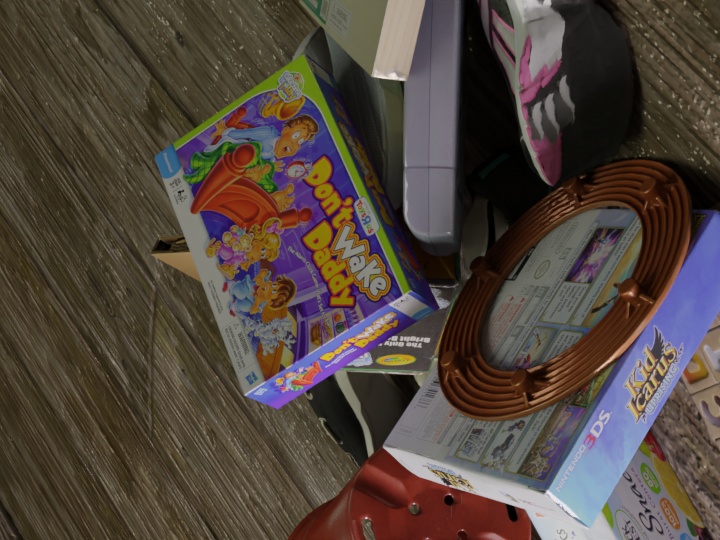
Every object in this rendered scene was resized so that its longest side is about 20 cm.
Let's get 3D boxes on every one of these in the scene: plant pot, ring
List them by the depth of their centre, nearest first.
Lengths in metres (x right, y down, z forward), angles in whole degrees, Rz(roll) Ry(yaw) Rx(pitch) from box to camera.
[{"bbox_3d":[0.119,0.006,0.949,0.019,0.201,0.200,42,164,-25],"label":"ring"},{"bbox_3d":[0.042,0.237,1.255,0.201,0.200,0.195,56,153,20],"label":"plant pot"}]

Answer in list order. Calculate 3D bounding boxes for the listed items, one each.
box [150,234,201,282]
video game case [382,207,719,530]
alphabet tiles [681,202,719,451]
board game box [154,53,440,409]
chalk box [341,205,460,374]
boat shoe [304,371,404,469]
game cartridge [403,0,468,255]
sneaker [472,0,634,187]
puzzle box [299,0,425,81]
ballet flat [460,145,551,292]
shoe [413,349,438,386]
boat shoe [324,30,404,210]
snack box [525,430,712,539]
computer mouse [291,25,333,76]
[{"bbox_3d":[-0.075,0.021,1.363,0.200,0.021,0.163,29,167,-23],"label":"box"},{"bbox_3d":[0.125,0.052,0.950,0.045,0.200,0.181,41,164,-23],"label":"video game case"},{"bbox_3d":[0.249,0.058,0.942,0.201,0.008,0.167,63,154,6],"label":"alphabet tiles"},{"bbox_3d":[-0.047,-0.028,1.038,0.045,0.134,0.200,31,-150,-58],"label":"board game box"},{"bbox_3d":[0.000,0.000,1.175,0.200,0.124,0.124,105,167,-61],"label":"chalk box"},{"bbox_3d":[-0.008,0.123,1.354,0.060,0.074,0.200,2,142,24],"label":"boat shoe"},{"bbox_3d":[0.050,-0.116,1.002,0.133,0.040,0.201,65,-154,-83],"label":"game cartridge"},{"bbox_3d":[0.113,-0.155,0.968,0.086,0.080,0.201,-160,59,-71],"label":"sneaker"},{"bbox_3d":[0.005,-0.213,0.990,0.200,0.025,0.134,-123,42,-62],"label":"puzzle box"},{"bbox_3d":[0.102,0.006,1.105,0.068,0.068,0.201,27,135,49],"label":"ballet flat"},{"bbox_3d":[0.093,0.100,1.216,0.200,0.053,0.070,20,128,56],"label":"shoe"},{"bbox_3d":[0.018,-0.136,1.092,0.072,0.062,0.201,-31,62,55],"label":"boat shoe"},{"bbox_3d":[0.180,0.179,1.019,0.053,0.142,0.200,-35,78,29],"label":"snack box"},{"bbox_3d":[-0.039,-0.109,1.266,0.044,0.110,0.200,27,133,15],"label":"computer mouse"}]
